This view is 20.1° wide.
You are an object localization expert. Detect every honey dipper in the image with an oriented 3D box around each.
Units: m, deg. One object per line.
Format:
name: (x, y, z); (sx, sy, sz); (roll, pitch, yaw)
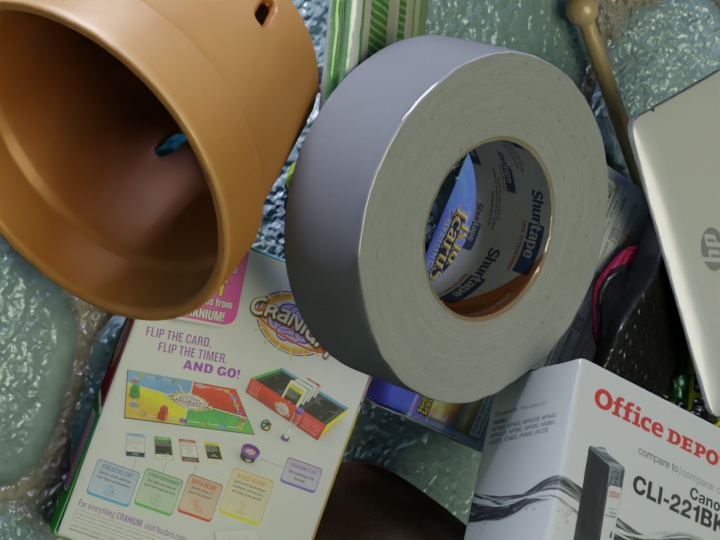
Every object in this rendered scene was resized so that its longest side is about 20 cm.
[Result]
honey dipper: (0.181, -0.101, 1.417); (0.038, 0.038, 0.201); (-36, 118, -25)

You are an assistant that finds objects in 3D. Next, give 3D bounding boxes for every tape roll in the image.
tape roll: (0.052, -0.030, 1.157); (0.199, 0.066, 0.202); (-14, 111, -40)

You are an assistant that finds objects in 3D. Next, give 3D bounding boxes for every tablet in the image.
tablet: (0.234, -0.020, 1.319); (0.130, 0.014, 0.201); (-29, 105, -46)

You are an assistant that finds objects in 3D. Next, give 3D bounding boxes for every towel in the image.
towel: (0.011, -0.147, 1.218); (0.200, 0.023, 0.154); (-34, 129, -74)

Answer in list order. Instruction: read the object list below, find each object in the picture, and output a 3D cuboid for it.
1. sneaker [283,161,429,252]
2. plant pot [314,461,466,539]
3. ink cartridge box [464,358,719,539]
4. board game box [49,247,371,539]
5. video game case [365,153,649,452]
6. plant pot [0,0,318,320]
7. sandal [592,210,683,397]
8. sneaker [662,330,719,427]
sneaker: (0.000, 0.000, 1.298); (0.072, 0.082, 0.201); (-85, 162, -48)
plant pot: (0.037, 0.235, 1.279); (0.186, 0.200, 0.188); (-8, 104, -34)
ink cartridge box: (0.137, 0.171, 1.179); (0.144, 0.084, 0.201); (26, 63, -28)
board game box: (-0.081, 0.086, 1.224); (0.152, 0.040, 0.201); (21, 87, -12)
video game case: (0.110, 0.022, 1.302); (0.181, 0.045, 0.201); (28, 83, -44)
plant pot: (-0.115, -0.093, 1.118); (0.140, 0.199, 0.201); (-46, 123, -39)
sandal: (0.180, 0.015, 1.310); (0.075, 0.045, 0.201); (52, 53, -44)
sneaker: (0.227, 0.039, 1.384); (0.085, 0.078, 0.201); (40, 55, -57)
